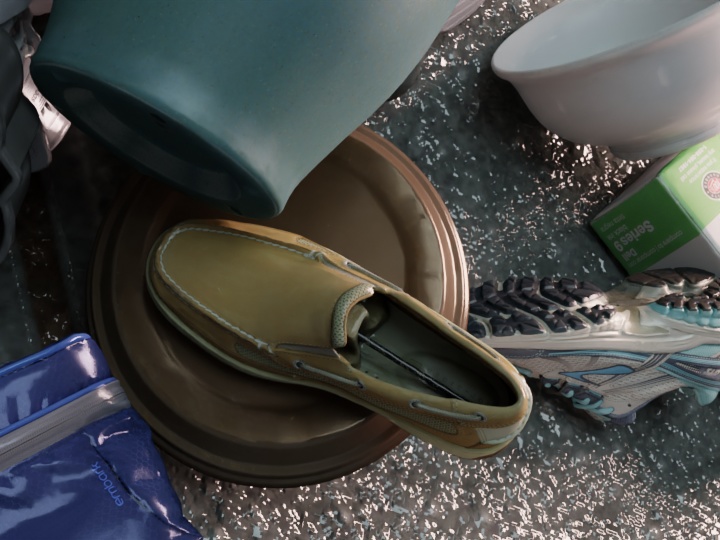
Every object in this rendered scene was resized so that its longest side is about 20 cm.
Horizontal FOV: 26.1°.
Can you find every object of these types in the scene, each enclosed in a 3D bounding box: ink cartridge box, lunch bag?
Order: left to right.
[{"bbox_3d":[-0.186,0.119,0.684,0.199,0.136,0.133,-28,83,-34],"label":"lunch bag"},{"bbox_3d":[0.271,-0.002,1.027,0.146,0.084,0.201,-37,89,-36],"label":"ink cartridge box"}]

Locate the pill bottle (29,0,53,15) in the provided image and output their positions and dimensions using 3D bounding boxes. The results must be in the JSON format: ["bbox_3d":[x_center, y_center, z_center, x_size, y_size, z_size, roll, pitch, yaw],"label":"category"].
[{"bbox_3d":[-0.107,-0.184,0.871,0.198,0.112,0.113,-5,71,-35],"label":"pill bottle"}]

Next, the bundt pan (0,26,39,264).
[{"bbox_3d":[-0.238,-0.075,0.717,0.201,0.202,0.076,35,34,-11],"label":"bundt pan"}]

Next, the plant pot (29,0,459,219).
[{"bbox_3d":[-0.054,-0.137,0.729,0.199,0.200,0.189,32,77,-13],"label":"plant pot"}]

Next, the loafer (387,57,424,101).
[{"bbox_3d":[-0.010,-0.205,0.965,0.069,0.075,0.202,2,68,-33],"label":"loafer"}]

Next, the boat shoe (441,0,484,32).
[{"bbox_3d":[0.073,-0.223,1.032,0.071,0.072,0.200,41,44,1],"label":"boat shoe"}]

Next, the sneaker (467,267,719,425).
[{"bbox_3d":[0.137,0.055,0.932,0.197,0.078,0.087,-2,111,-11],"label":"sneaker"}]

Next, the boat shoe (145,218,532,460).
[{"bbox_3d":[-0.010,0.022,0.731,0.198,0.076,0.072,21,76,4],"label":"boat shoe"}]

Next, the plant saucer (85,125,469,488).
[{"bbox_3d":[-0.041,0.008,0.788,0.197,0.030,0.203,1,75,-3],"label":"plant saucer"}]

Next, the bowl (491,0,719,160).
[{"bbox_3d":[0.190,-0.132,0.995,0.201,0.200,0.091,-38,112,-36],"label":"bowl"}]

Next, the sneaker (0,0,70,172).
[{"bbox_3d":[-0.175,-0.122,0.767,0.115,0.200,0.076,37,38,-16],"label":"sneaker"}]
